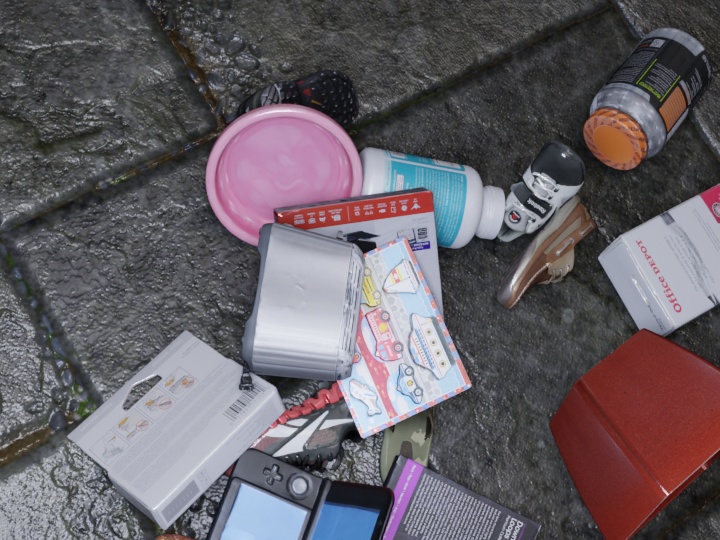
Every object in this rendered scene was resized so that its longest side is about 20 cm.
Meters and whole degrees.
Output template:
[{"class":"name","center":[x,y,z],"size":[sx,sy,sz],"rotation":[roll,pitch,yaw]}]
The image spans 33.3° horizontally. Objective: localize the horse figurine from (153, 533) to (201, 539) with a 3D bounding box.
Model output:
[{"class":"horse figurine","center":[-0.141,0.350,1.387],"size":[0.197,0.050,0.135],"rotation":[-13,79,-20]}]

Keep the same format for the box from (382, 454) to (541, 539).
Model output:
[{"class":"box","center":[0.103,0.331,1.457],"size":[0.198,0.036,0.145],"rotation":[27,79,-4]}]

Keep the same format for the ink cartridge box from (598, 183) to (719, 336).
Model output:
[{"class":"ink cartridge box","center":[0.452,-0.009,1.681],"size":[0.198,0.083,0.147],"rotation":[-25,79,-23]}]

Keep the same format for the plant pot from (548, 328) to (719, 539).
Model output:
[{"class":"plant pot","center":[0.355,0.199,1.524],"size":[0.198,0.201,0.177],"rotation":[-33,68,-25]}]

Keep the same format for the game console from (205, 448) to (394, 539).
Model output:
[{"class":"game console","center":[-0.081,0.309,1.326],"size":[0.170,0.119,0.203],"rotation":[24,68,-9]}]

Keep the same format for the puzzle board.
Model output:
[{"class":"puzzle board","center":[0.029,0.079,1.458],"size":[0.149,0.017,0.203],"rotation":[-24,86,-7]}]

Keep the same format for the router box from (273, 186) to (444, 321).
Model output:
[{"class":"router box","center":[0.000,0.000,1.504],"size":[0.196,0.049,0.183],"rotation":[-9,101,-10]}]

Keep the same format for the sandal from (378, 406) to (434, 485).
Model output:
[{"class":"sandal","center":[0.063,0.178,1.507],"size":[0.078,0.057,0.205],"rotation":[4,70,-13]}]

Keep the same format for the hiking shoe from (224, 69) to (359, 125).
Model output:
[{"class":"hiking shoe","center":[-0.087,-0.222,1.604],"size":[0.198,0.100,0.077],"rotation":[-9,94,-49]}]

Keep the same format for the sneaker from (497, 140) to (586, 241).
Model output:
[{"class":"sneaker","center":[0.232,-0.093,1.583],"size":[0.074,0.201,0.089],"rotation":[38,64,7]}]

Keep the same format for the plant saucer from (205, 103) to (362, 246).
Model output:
[{"class":"plant saucer","center":[-0.097,-0.123,1.522],"size":[0.197,0.203,0.051],"rotation":[10,32,-12]}]

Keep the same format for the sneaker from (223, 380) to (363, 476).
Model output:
[{"class":"sneaker","center":[-0.074,0.208,1.448],"size":[0.198,0.071,0.099],"rotation":[-26,76,-25]}]

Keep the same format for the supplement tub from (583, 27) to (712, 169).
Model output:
[{"class":"supplement tub","center":[0.412,-0.246,1.739],"size":[0.122,0.123,0.200],"rotation":[42,64,2]}]

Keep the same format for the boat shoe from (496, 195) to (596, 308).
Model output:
[{"class":"boat shoe","center":[0.258,-0.019,1.635],"size":[0.072,0.076,0.201],"rotation":[40,66,-1]}]

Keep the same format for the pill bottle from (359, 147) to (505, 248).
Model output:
[{"class":"pill bottle","center":[0.087,-0.091,1.589],"size":[0.196,0.111,0.113],"rotation":[10,67,-12]}]

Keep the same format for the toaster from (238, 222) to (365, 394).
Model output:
[{"class":"toaster","center":[-0.064,0.047,1.387],"size":[0.127,0.114,0.204],"rotation":[7,72,1]}]

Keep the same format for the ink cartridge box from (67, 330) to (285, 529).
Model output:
[{"class":"ink cartridge box","center":[-0.215,0.180,1.411],"size":[0.175,0.045,0.200],"rotation":[27,59,38]}]
